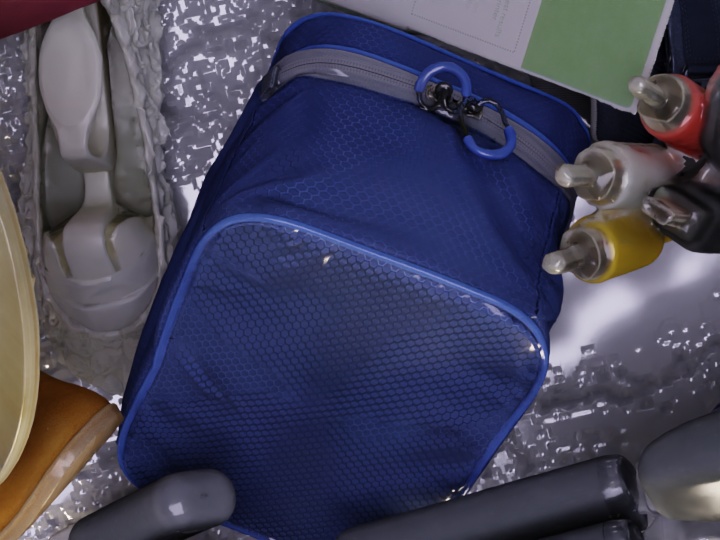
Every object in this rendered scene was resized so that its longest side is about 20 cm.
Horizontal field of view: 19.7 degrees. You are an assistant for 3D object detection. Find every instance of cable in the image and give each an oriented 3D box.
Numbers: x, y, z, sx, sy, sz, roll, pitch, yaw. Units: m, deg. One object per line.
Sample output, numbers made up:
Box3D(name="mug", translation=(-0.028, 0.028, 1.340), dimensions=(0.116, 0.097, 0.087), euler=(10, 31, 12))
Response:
Box3D(name="cable", translation=(0.136, -0.034, 0.758), dimensions=(0.050, 0.199, 0.098), euler=(34, 105, 26))

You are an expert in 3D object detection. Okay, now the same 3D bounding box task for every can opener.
Box3D(name="can opener", translation=(0.078, 0.083, 0.710), dimensions=(0.199, 0.053, 0.067), euler=(-21, 132, 21))
Box3D(name="can opener", translation=(-0.084, 0.114, 0.810), dimensions=(0.066, 0.200, 0.053), euler=(-7, 77, -23))

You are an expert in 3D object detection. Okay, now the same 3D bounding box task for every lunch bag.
Box3D(name="lunch bag", translation=(0.000, 0.000, 0.778), dimensions=(0.135, 0.133, 0.201), euler=(23, 135, -7))

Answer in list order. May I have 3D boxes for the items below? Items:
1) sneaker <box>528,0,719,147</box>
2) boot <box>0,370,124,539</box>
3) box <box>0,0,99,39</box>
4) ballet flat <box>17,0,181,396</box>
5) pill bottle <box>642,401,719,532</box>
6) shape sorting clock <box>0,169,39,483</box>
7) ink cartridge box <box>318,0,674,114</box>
Box3D(name="sneaker", translation=(0.135, -0.129, 0.784), dimensions=(0.145, 0.077, 0.204), euler=(1, 103, -16))
Box3D(name="boot", translation=(-0.174, 0.040, 0.791), dimensions=(0.144, 0.201, 0.071), euler=(47, 65, -7))
Box3D(name="box", translation=(-0.139, -0.156, 0.722), dimensions=(0.199, 0.108, 0.129), euler=(-11, 86, 47))
Box3D(name="ballet flat", translation=(-0.111, -0.039, 0.832), dimensions=(0.071, 0.072, 0.202), euler=(-4, 103, 2))
Box3D(name="pill bottle", translation=(0.167, 0.101, 0.788), dimensions=(0.200, 0.116, 0.116), euler=(-41, 100, -22))
Box3D(name="shape sorting clock", translation=(-0.176, -0.011, 0.714), dimensions=(0.199, 0.039, 0.202), euler=(25, 128, 37))
Box3D(name="ink cartridge box", translation=(0.046, -0.156, 0.765), dimensions=(0.199, 0.048, 0.147), euler=(24, 103, 27))
